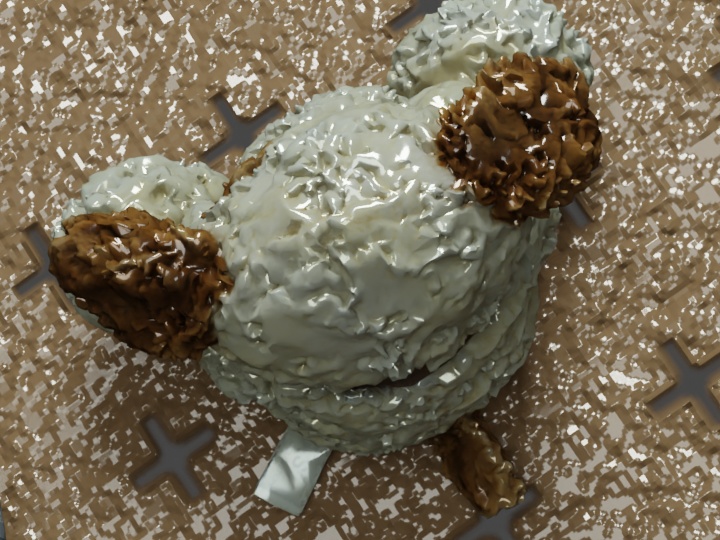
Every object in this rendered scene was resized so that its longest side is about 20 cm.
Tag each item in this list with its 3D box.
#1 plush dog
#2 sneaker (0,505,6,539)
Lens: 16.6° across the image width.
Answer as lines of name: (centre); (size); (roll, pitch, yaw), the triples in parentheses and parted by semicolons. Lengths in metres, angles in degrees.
plush dog: (0.000, 0.000, 0.787); (0.199, 0.172, 0.161); (-25, 77, 4)
sneaker: (-0.213, 0.095, 0.868); (0.198, 0.074, 0.082); (11, 75, 4)
